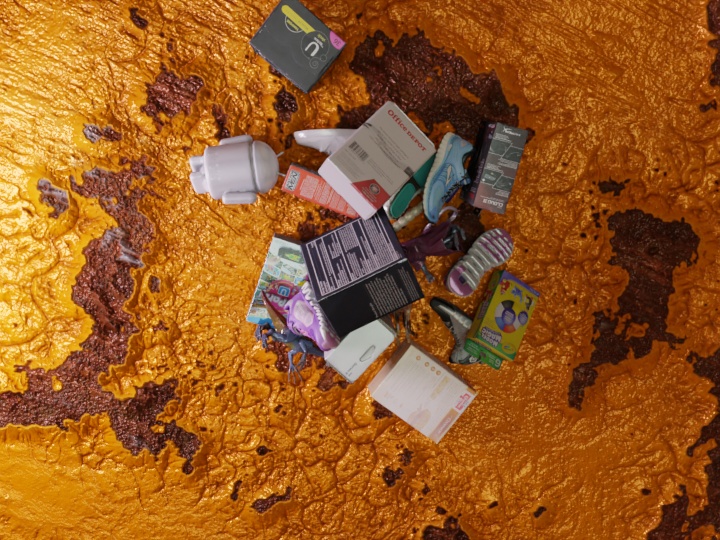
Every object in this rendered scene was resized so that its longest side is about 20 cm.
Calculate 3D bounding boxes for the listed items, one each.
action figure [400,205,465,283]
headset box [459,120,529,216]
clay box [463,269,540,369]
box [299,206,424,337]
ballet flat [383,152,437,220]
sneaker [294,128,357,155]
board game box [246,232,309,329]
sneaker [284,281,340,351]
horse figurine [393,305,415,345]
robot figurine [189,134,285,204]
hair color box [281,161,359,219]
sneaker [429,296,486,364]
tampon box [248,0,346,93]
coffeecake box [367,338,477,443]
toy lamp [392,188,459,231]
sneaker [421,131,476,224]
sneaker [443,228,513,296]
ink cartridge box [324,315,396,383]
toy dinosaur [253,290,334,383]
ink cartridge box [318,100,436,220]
[{"bbox_3d":[0.125,-0.054,1.734,0.199,0.134,0.150,-18,68,24],"label":"action figure"},{"bbox_3d":[0.282,-0.215,1.689,0.077,0.149,0.201,15,101,-7],"label":"headset box"},{"bbox_3d":[0.318,0.114,1.765,0.115,0.048,0.201,30,73,-20],"label":"clay box"},{"bbox_3d":[0.000,0.000,1.609,0.198,0.200,0.124,-25,129,3],"label":"box"},{"bbox_3d":[0.102,-0.193,1.715,0.072,0.072,0.200,47,69,-12],"label":"ballet flat"},{"bbox_3d":[-0.045,-0.248,1.696,0.199,0.074,0.116,1,98,-6],"label":"sneaker"},{"bbox_3d":[-0.155,0.035,1.751,0.147,0.064,0.201,18,101,-8],"label":"board game box"},{"bbox_3d":[-0.108,0.111,1.642,0.088,0.200,0.081,-31,127,0],"label":"sneaker"},{"bbox_3d":[0.095,0.091,1.734,0.050,0.200,0.133,-2,74,5],"label":"horse figurine"},{"bbox_3d":[-0.260,-0.214,1.665,0.199,0.113,0.170,-8,67,-2],"label":"robot figurine"},{"bbox_3d":[-0.068,-0.169,1.697,0.199,0.102,0.062,22,99,-7],"label":"hair color box"},{"bbox_3d":[0.221,0.154,1.799,0.200,0.075,0.116,33,100,-11],"label":"sneaker"},{"bbox_3d":[-0.125,-0.453,1.583,0.150,0.200,0.126,39,96,-11],"label":"tampon box"},{"bbox_3d":[0.143,0.278,1.817,0.200,0.073,0.154,37,96,-10],"label":"coffeecake box"},{"bbox_3d":[0.135,-0.139,1.742,0.200,0.058,0.058,-38,102,6],"label":"toy lamp"},{"bbox_3d":[0.189,-0.192,1.670,0.090,0.078,0.201,20,87,10],"label":"sneaker"},{"bbox_3d":[0.257,-0.017,1.761,0.200,0.088,0.081,-42,93,-18],"label":"sneaker"},{"bbox_3d":[-0.005,0.141,1.713,0.087,0.200,0.145,41,97,-12],"label":"ink cartridge box"},{"bbox_3d":[-0.131,0.153,1.706,0.181,0.105,0.201,7,89,-26],"label":"toy dinosaur"},{"bbox_3d":[0.035,-0.227,1.616,0.147,0.083,0.200,46,68,-3],"label":"ink cartridge box"}]
